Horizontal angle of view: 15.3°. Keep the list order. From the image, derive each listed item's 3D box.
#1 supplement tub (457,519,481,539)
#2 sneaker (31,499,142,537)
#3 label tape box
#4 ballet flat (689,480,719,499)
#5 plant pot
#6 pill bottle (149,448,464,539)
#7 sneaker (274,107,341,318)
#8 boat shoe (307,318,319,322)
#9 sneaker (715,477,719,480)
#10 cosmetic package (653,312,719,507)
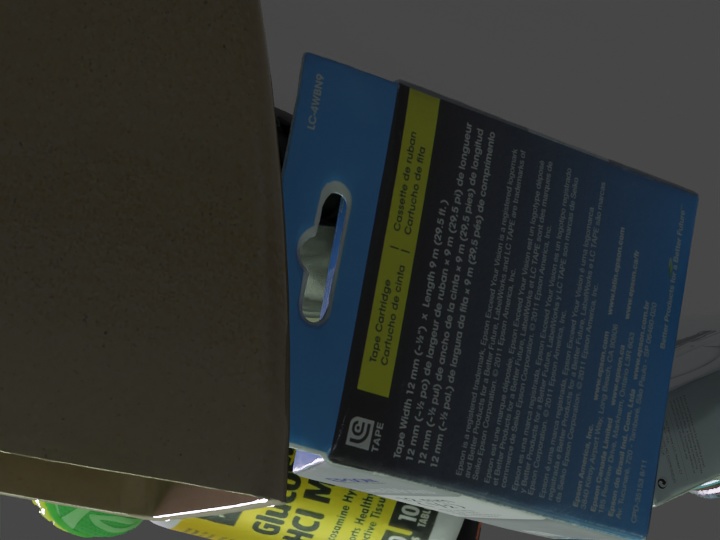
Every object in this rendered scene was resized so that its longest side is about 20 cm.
[{"bbox_3d":[0.009,0.127,1.507,0.122,0.201,0.123,10,170,2],"label":"supplement tub"},{"bbox_3d":[-0.099,0.069,1.202,0.083,0.074,0.200,27,146,9],"label":"sneaker"},{"bbox_3d":[0.030,0.015,1.019,0.200,0.144,0.066,17,168,-33],"label":"label tape box"},{"bbox_3d":[0.236,0.089,1.483,0.074,0.074,0.200,15,172,-23],"label":"ballet flat"},{"bbox_3d":[-0.126,-0.025,0.860,0.200,0.178,0.200,13,170,-14],"label":"plant pot"},{"bbox_3d":[-0.048,0.087,1.371,0.200,0.113,0.112,15,169,-15],"label":"pill bottle"},{"bbox_3d":[-0.042,-0.033,1.048,0.200,0.076,0.091,12,166,-15],"label":"sneaker"},{"bbox_3d":[0.001,-0.001,1.220,0.201,0.063,0.074,21,-159,22],"label":"boat shoe"},{"bbox_3d":[0.229,0.076,1.353,0.087,0.074,0.200,21,162,-20],"label":"sneaker"},{"bbox_3d":[0.129,0.063,1.267,0.151,0.052,0.200,-18,-174,-31],"label":"cosmetic package"}]
